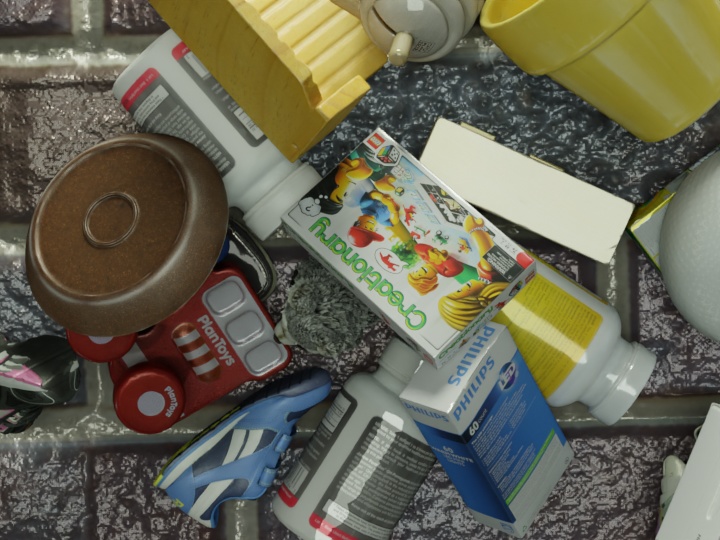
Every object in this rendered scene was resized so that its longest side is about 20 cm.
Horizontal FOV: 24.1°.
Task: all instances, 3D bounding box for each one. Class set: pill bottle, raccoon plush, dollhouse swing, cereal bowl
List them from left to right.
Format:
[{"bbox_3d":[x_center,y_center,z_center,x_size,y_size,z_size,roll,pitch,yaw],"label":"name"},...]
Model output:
[{"bbox_3d":[-0.126,-0.128,1.568,0.111,0.111,0.200,-41,92,3],"label":"pill bottle"},{"bbox_3d":[-0.055,-0.234,1.500,0.176,0.182,0.200,-41,91,-21],"label":"dollhouse swing"},{"bbox_3d":[0.000,0.000,1.561,0.097,0.134,0.200,40,93,-2],"label":"raccoon plush"},{"bbox_3d":[0.013,0.166,1.575,0.111,0.111,0.200,32,93,-1],"label":"pill bottle"},{"bbox_3d":[0.171,0.057,1.574,0.200,0.112,0.112,34,93,-1],"label":"pill bottle"},{"bbox_3d":[0.378,-0.017,1.538,0.200,0.083,0.200,-1,102,-6],"label":"cereal bowl"}]

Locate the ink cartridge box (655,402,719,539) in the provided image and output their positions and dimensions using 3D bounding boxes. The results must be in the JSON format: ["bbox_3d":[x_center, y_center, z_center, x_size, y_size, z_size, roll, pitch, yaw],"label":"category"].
[{"bbox_3d":[0.392,0.220,1.551,0.200,0.086,0.147,18,98,-27],"label":"ink cartridge box"}]

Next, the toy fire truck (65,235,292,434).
[{"bbox_3d":[-0.177,0.041,1.560,0.168,0.112,0.200,-30,111,-1],"label":"toy fire truck"}]

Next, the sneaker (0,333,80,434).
[{"bbox_3d":[-0.316,0.111,1.567,0.080,0.200,0.086,-26,109,-32],"label":"sneaker"}]

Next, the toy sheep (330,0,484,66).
[{"bbox_3d":[0.049,-0.258,1.534,0.138,0.138,0.200,19,55,0],"label":"toy sheep"}]

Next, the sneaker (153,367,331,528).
[{"bbox_3d":[-0.100,0.167,1.606,0.200,0.074,0.082,-37,92,11],"label":"sneaker"}]

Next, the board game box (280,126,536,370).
[{"bbox_3d":[0.042,-0.022,1.502,0.126,0.035,0.200,-44,68,-11],"label":"board game box"}]

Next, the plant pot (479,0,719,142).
[{"bbox_3d":[0.242,-0.225,1.527,0.201,0.201,0.189,-45,106,3],"label":"plant pot"}]

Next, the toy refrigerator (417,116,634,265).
[{"bbox_3d":[0.152,-0.078,1.586,0.200,0.076,0.070,24,93,0],"label":"toy refrigerator"}]

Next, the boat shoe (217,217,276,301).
[{"bbox_3d":[-0.164,-0.040,1.595,0.072,0.065,0.200,-45,91,7],"label":"boat shoe"}]

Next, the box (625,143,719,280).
[{"bbox_3d":[0.359,-0.061,1.592,0.200,0.048,0.117,-37,101,4],"label":"box"}]

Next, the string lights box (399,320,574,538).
[{"bbox_3d":[0.119,0.143,1.534,0.103,0.059,0.200,-53,136,-24],"label":"string lights box"}]

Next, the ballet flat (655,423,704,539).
[{"bbox_3d":[0.336,0.186,1.610,0.200,0.069,0.071,-45,74,-1],"label":"ballet flat"}]

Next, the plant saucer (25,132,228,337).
[{"bbox_3d":[-0.214,-0.040,1.487,0.200,0.034,0.200,-9,62,18],"label":"plant saucer"}]
